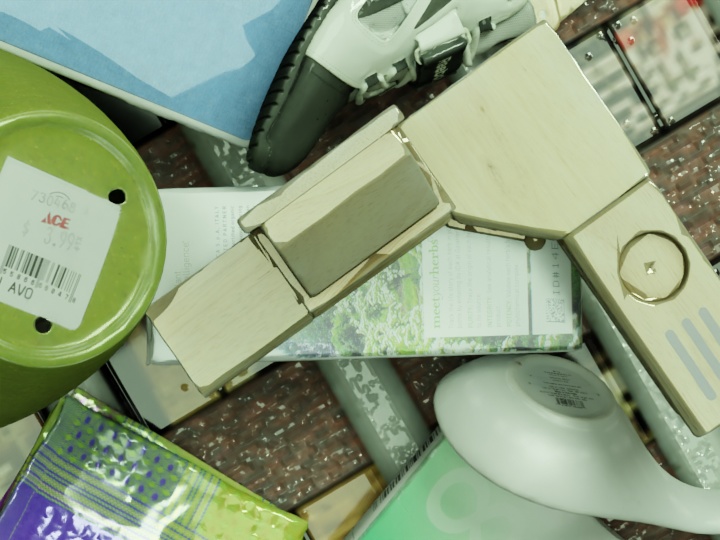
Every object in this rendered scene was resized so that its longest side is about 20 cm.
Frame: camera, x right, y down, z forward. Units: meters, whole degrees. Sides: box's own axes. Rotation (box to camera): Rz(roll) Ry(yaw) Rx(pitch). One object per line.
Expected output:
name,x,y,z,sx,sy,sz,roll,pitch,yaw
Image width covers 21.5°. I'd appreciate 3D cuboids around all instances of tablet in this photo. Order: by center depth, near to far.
tablet,-0.112,-0.148,0.837,0.199,0.014,0.131,22,97,-11

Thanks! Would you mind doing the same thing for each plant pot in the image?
plant pot,-0.158,-0.012,0.763,0.186,0.200,0.189,-1,92,-30

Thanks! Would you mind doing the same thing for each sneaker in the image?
sneaker,0.029,-0.112,0.823,0.088,0.074,0.201,36,88,-8

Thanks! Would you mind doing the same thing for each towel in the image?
towel,-0.123,0.171,0.874,0.143,0.023,0.201,31,69,-7

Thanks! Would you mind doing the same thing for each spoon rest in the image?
spoon rest,0.127,0.085,0.880,0.198,0.100,0.061,10,120,-14

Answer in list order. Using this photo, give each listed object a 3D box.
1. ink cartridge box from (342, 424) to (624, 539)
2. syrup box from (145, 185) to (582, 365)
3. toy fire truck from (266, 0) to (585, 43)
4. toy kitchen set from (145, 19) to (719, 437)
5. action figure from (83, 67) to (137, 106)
ink cartridge box,0.073,0.187,0.902,0.200,0.050,0.161,40,92,0
syrup box,0.000,0.000,0.875,0.198,0.081,0.079,-2,91,0
toy fire truck,0.060,-0.156,0.884,0.141,0.049,0.201,36,92,-3
toy kitchen set,0.041,0.026,0.754,0.199,0.163,0.181,-35,91,0
action figure,-0.090,-0.187,0.872,0.099,0.065,0.201,32,92,-11
